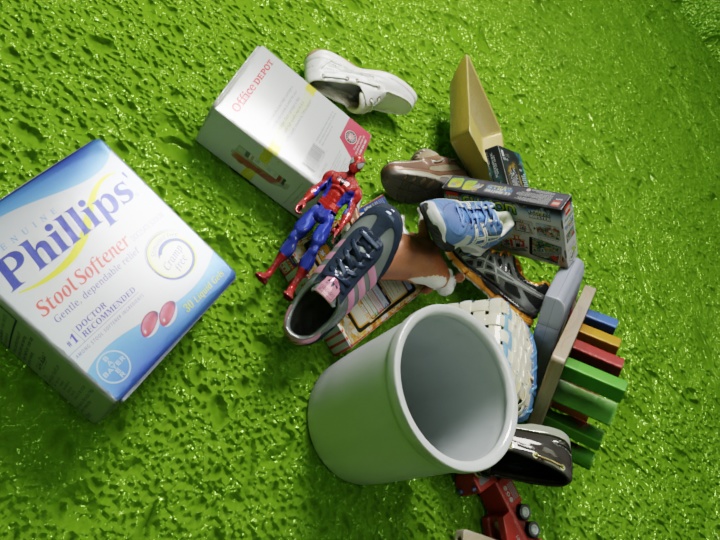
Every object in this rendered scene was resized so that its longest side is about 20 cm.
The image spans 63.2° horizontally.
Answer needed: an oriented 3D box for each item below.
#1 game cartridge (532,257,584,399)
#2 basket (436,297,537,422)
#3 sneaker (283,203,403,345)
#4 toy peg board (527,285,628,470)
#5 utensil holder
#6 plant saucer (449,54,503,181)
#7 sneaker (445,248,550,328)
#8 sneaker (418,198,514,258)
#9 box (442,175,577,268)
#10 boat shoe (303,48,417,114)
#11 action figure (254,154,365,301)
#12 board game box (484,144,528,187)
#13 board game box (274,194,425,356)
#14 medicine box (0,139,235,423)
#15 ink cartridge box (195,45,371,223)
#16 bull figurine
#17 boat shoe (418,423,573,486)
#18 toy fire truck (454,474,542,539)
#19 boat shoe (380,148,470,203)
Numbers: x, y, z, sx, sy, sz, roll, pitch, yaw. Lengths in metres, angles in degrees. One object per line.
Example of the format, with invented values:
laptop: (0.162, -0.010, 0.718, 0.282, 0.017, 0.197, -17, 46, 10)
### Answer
game cartridge: (0.290, 0.095, 0.891, 0.040, 0.203, 0.133, 22, 42, 27)
basket: (0.181, 0.142, 0.826, 0.201, 0.137, 0.178, 52, 38, -39)
sneaker: (-0.018, 0.009, 0.684, 0.070, 0.201, 0.082, 36, 6, 4)
toy peg board: (0.318, 0.164, 0.837, 0.097, 0.203, 0.199, 22, 37, 22)
utensil holder: (0.049, 0.153, 0.672, 0.168, 0.199, 0.173, 16, 59, -29)
plant saucer: (0.203, -0.235, 1.026, 0.200, 0.048, 0.203, 48, 37, -44)
sneaker: (0.205, -0.002, 0.904, 0.200, 0.078, 0.078, 44, 12, 20)
sneaker: (0.145, -0.069, 0.796, 0.199, 0.076, 0.077, 3, 61, -57)
box: (0.223, -0.076, 0.885, 0.035, 0.198, 0.111, -46, 134, -27)
boat shoe: (0.000, -0.281, 0.936, 0.197, 0.071, 0.070, 13, 62, -21)
action figure: (-0.051, -0.061, 0.720, 0.065, 0.052, 0.202, 31, 75, 6)
board game box: (0.265, -0.141, 1.016, 0.199, 0.028, 0.138, -14, 89, -64)
board game box: (0.000, 0.000, 0.811, 0.199, 0.046, 0.153, -32, 89, -41)
medicine box: (-0.262, 0.009, 0.581, 0.200, 0.103, 0.183, 45, 50, -10)
ink cartridge box: (-0.101, -0.182, 0.802, 0.199, 0.083, 0.147, 37, 53, -17)
bull figurine: (0.057, -0.029, 0.794, 0.197, 0.065, 0.123, 5, 62, -37)
boat shoe: (0.167, 0.230, 0.743, 0.197, 0.073, 0.061, 4, 35, 10)
toy fire truck: (0.167, 0.353, 0.759, 0.140, 0.049, 0.202, -20, 78, -37)
boat shoe: (0.102, -0.156, 0.949, 0.198, 0.075, 0.073, 0, 64, -46)
